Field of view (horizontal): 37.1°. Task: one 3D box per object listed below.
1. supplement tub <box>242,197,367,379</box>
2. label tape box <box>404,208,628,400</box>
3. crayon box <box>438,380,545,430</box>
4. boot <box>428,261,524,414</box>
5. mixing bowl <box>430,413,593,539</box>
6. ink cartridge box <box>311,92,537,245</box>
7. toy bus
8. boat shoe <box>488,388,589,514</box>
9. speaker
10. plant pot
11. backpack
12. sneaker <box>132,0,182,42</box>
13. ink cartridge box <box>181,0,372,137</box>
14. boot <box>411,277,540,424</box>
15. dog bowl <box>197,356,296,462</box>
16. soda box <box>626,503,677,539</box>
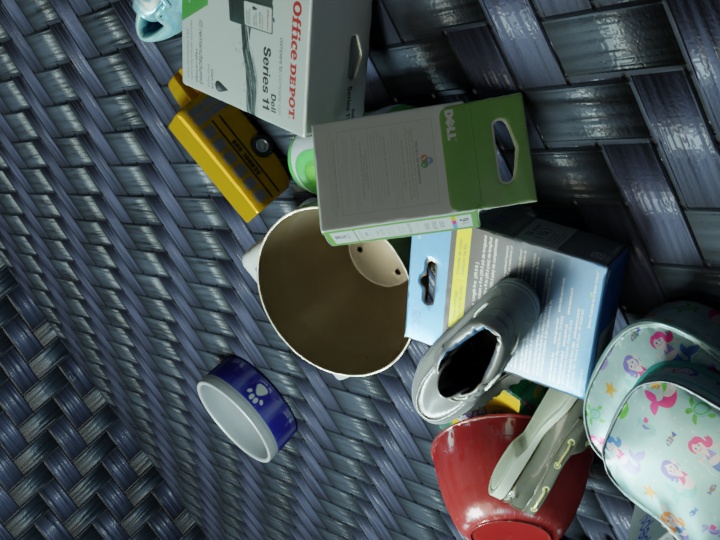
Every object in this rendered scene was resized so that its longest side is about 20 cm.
[{"bbox_3d":[-0.044,0.022,1.358,0.201,0.132,0.132,51,155,-7],"label":"supplement tub"},{"bbox_3d":[0.147,0.021,1.037,0.198,0.063,0.146,19,122,26],"label":"label tape box"},{"bbox_3d":[0.159,0.159,1.313,0.118,0.058,0.201,35,151,26],"label":"crayon box"},{"bbox_3d":[0.112,0.055,1.154,0.210,0.080,0.158,-33,105,27],"label":"boot"},{"bbox_3d":[0.177,0.266,1.266,0.197,0.110,0.201,5,143,4],"label":"mixing bowl"},{"bbox_3d":[0.058,-0.091,0.987,0.059,0.197,0.106,49,-146,-74],"label":"ink cartridge box"},{"bbox_3d":[-0.175,-0.166,1.363,0.201,0.078,0.065,51,155,-6],"label":"toy bus"},{"bbox_3d":[0.214,0.172,1.146,0.060,0.203,0.072,31,-163,-4],"label":"boat shoe"},{"bbox_3d":[0.002,-0.124,1.134,0.199,0.088,0.089,1,129,57],"label":"speaker"},{"bbox_3d":[0.000,0.000,1.223,0.198,0.134,0.203,13,118,24],"label":"plant pot"},{"bbox_3d":[0.296,0.133,0.947,0.200,0.149,0.179,42,129,28],"label":"backpack"},{"bbox_3d":[-0.214,-0.316,1.208,0.074,0.082,0.200,44,155,5],"label":"sneaker"},{"bbox_3d":[-0.088,-0.235,1.071,0.199,0.082,0.149,27,125,37],"label":"ink cartridge box"},{"bbox_3d":[0.089,0.093,1.008,0.073,0.095,0.201,39,129,10],"label":"boot"},{"bbox_3d":[-0.215,0.263,2.032,0.199,0.079,0.201,36,153,22],"label":"dog bowl"},{"bbox_3d":[0.309,0.250,1.050,0.063,0.200,0.068,45,114,5],"label":"soda box"}]
